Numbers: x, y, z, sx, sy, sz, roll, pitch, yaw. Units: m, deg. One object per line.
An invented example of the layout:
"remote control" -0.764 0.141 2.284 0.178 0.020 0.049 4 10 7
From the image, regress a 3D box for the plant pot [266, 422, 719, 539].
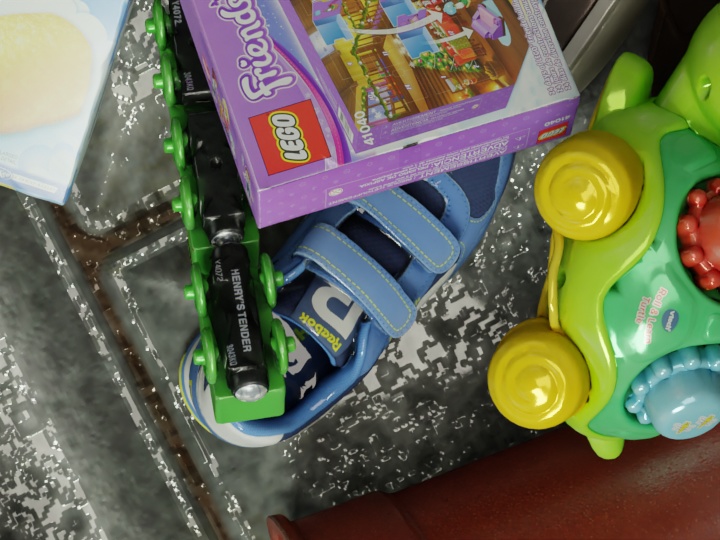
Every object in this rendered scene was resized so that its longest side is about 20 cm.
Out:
"plant pot" 0.089 0.153 1.026 0.194 0.201 0.202 -26 99 -9

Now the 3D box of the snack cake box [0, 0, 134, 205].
"snack cake box" -0.197 -0.119 1.007 0.198 0.067 0.116 18 112 -6

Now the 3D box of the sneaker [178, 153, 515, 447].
"sneaker" 0.000 0.000 1.043 0.074 0.082 0.200 37 93 -6

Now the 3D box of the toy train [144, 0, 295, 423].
"toy train" -0.059 -0.029 1.001 0.041 0.057 0.201 -7 60 -6

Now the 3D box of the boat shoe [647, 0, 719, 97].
"boat shoe" 0.158 -0.041 1.054 0.074 0.075 0.204 3 113 -32

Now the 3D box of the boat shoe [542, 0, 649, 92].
"boat shoe" 0.114 -0.158 1.036 0.059 0.072 0.201 35 100 9

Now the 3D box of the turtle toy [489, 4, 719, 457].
"turtle toy" 0.127 -0.018 0.939 0.100 0.146 0.202 18 107 14

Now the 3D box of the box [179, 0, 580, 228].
"box" -0.008 -0.130 0.991 0.136 0.039 0.201 -16 69 -9
